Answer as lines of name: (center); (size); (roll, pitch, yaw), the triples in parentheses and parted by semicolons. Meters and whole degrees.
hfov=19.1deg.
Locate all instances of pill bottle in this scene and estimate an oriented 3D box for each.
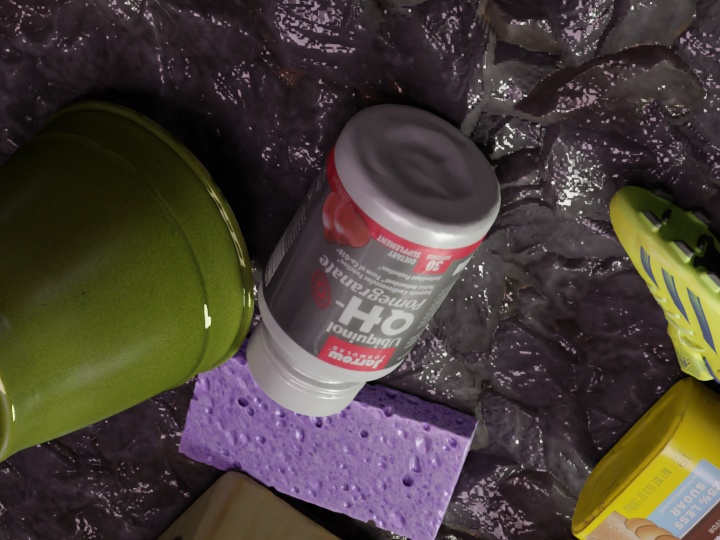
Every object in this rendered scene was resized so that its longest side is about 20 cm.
pill bottle: (0.000, 0.000, 1.369); (0.110, 0.111, 0.201); (28, 130, -3)

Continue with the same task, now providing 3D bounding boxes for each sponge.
sponge: (-0.025, 0.118, 1.520); (0.198, 0.030, 0.112); (20, 130, 4)

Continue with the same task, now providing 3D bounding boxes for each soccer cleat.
soccer cleat: (0.217, 0.030, 1.345); (0.200, 0.065, 0.084); (43, 124, -16)

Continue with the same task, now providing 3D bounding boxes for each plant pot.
plant pot: (-0.204, 0.024, 1.366); (0.199, 0.193, 0.202); (23, 131, 29)

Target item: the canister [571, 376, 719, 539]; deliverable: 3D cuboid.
canister: (0.258, 0.177, 1.431); (0.199, 0.087, 0.149); (34, 129, -5)

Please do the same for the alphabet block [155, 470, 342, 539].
alphabet block: (-0.092, 0.305, 1.558); (0.196, 0.201, 0.195); (35, 137, -10)
